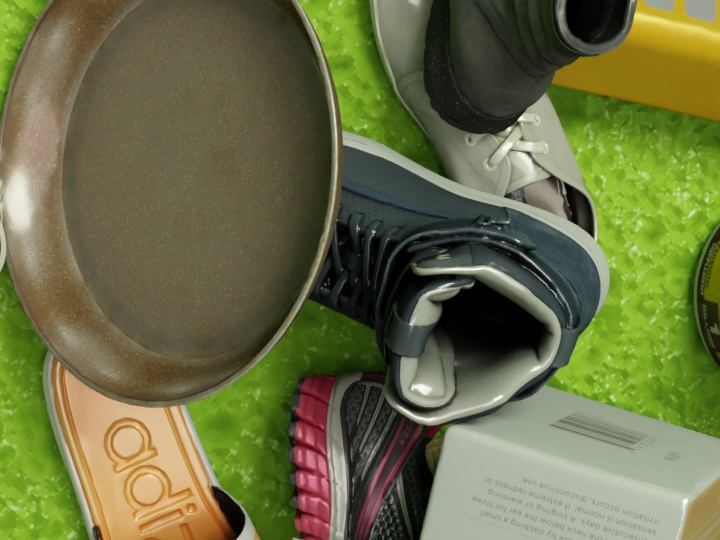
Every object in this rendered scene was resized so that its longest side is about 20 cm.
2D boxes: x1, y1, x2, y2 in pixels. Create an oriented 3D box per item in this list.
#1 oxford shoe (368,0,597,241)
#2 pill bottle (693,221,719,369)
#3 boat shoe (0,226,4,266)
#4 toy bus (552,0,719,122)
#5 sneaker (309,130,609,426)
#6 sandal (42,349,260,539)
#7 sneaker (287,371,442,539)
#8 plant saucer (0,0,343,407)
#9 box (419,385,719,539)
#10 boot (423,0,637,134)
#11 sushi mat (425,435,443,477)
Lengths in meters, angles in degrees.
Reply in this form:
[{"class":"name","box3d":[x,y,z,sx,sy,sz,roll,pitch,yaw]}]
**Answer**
[{"class":"oxford shoe","box3d":[0.061,-0.071,0.911,0.075,0.058,0.202,-21,97,-8]},{"class":"pill bottle","box3d":[0.233,0.019,0.883,0.108,0.200,0.110,-1,95,-13]},{"class":"boat shoe","box3d":[-0.245,0.021,0.838,0.198,0.068,0.072,-21,97,-12]},{"class":"toy bus","box3d":[0.184,-0.112,0.915,0.198,0.065,0.079,11,60,-13]},{"class":"sneaker","box3d":[0.001,-0.001,0.835,0.200,0.146,0.078,13,109,10]},{"class":"sandal","box3d":[-0.089,0.121,0.891,0.079,0.059,0.208,-26,100,-9]},{"class":"sneaker","box3d":[0.010,0.147,0.898,0.074,0.081,0.202,-4,96,3]},{"class":"plant saucer","box3d":[-0.078,-0.043,0.835,0.032,0.199,0.202,3,95,-50]},{"class":"box","box3d":[0.084,0.167,0.851,0.105,0.152,0.202,15,99,18]},{"class":"boot","box3d":[0.075,-0.168,0.845,0.069,0.132,0.202,-1,74,-23]},{"class":"sushi mat","box3d":[0.069,0.174,0.955,0.095,0.012,0.202,-13,97,-11]}]
